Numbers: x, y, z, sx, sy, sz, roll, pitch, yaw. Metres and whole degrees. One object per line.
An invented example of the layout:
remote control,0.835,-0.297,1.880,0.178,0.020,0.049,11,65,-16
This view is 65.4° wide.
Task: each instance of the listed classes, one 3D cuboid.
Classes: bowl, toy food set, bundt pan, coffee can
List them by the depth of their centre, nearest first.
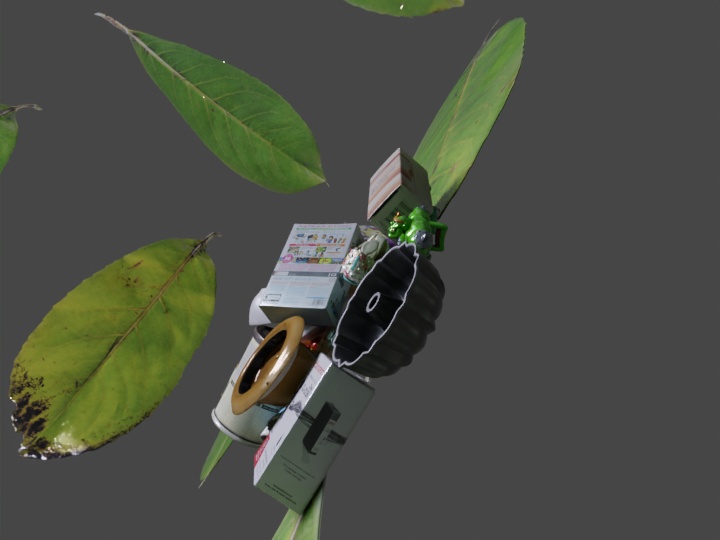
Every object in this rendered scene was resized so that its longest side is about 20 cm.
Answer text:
bundt pan,0.046,0.064,0.795,0.202,0.075,0.203,-49,19,24
coffee can,-0.197,0.237,1.156,0.202,0.145,0.146,-61,8,4
bowl,-0.128,0.061,1.233,0.197,0.076,0.199,-8,2,30
toy food set,-0.109,0.208,1.282,0.200,0.048,0.200,-59,9,-17

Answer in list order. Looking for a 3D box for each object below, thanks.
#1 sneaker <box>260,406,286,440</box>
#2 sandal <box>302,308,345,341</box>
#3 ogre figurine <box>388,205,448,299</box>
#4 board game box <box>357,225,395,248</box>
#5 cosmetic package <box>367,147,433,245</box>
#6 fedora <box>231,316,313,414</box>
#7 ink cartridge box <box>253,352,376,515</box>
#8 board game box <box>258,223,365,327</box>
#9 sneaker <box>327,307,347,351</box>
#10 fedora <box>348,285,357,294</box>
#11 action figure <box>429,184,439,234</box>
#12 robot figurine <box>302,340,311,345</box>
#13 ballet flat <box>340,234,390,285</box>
sneaker,-0.127,0.273,1.040,0.090,0.078,0.200,-57,8,-33
sandal,-0.093,0.112,1.335,0.078,0.060,0.206,-4,-24,-41
ogre figurine,0.089,-0.036,0.955,0.200,0.097,0.121,-40,-28,-62
board game box,0.047,-0.068,1.223,0.200,0.118,0.033,-89,6,-76
cosmetic package,0.077,-0.152,1.119,0.103,0.087,0.201,-46,19,24
fedora,-0.141,0.177,0.972,0.201,0.081,0.201,-46,19,20
ink cartridge box,-0.073,0.234,0.847,0.201,0.083,0.144,-56,7,-8
board game box,-0.088,0.004,1.067,0.145,0.065,0.202,2,53,25
sneaker,-0.004,0.099,1.004,0.119,0.073,0.201,-52,-2,-18
fedora,0.000,0.000,1.192,0.201,0.197,0.083,-84,-6,-73
action figure,0.125,-0.110,1.146,0.119,0.054,0.200,-52,16,13
robot figurine,-0.164,0.172,1.495,0.200,0.116,0.145,-47,12,48
ballet flat,0.024,-0.029,1.026,0.065,0.075,0.200,-67,-8,22
